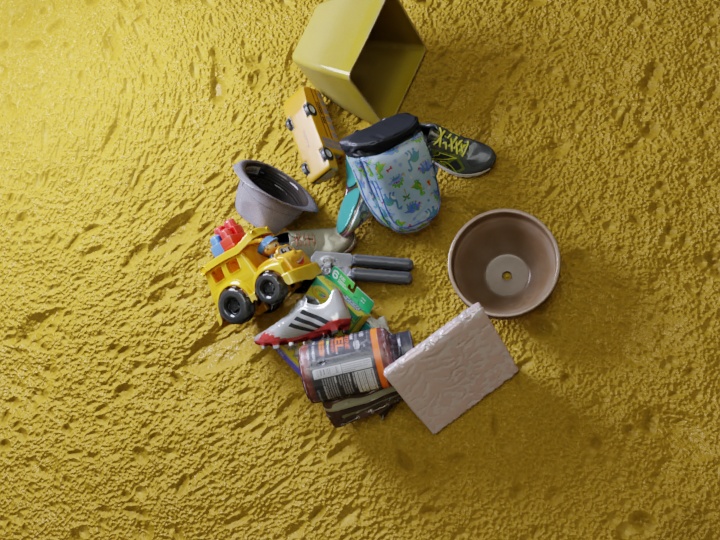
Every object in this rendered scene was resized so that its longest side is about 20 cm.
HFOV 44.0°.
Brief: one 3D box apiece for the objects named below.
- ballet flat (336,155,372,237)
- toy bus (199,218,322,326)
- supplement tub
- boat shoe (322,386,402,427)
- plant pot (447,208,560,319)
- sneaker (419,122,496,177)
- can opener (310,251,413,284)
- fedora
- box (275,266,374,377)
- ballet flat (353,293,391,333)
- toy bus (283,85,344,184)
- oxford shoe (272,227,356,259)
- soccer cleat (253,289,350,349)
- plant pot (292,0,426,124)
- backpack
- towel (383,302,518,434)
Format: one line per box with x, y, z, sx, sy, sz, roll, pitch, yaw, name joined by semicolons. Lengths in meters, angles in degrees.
0.001;-0.149;1.732;0.069;0.071;0.201;-26;51;47;ballet flat
-0.198;-0.015;1.659;0.199;0.136;0.193;-28;85;28;toy bus
-0.002;0.161;1.555;0.199;0.107;0.108;-13;70;3;supplement tub
0.034;0.231;1.613;0.201;0.075;0.075;-16;108;-2;boat shoe
0.261;-0.001;1.611;0.200;0.093;0.202;-4;71;12;plant pot
0.162;-0.236;1.715;0.199;0.085;0.075;14;77;17;sneaker
0.000;0.000;1.702;0.199;0.067;0.054;5;73;1;can opener
-0.180;-0.133;1.734;0.091;0.176;0.200;-60;41;19;fedora
-0.067;0.101;1.639;0.117;0.048;0.200;42;110;22;box
0.009;0.092;1.660;0.200;0.072;0.072;41;85;20;ballet flat
-0.091;-0.269;1.785;0.065;0.078;0.201;-34;65;31;toy bus
-0.107;-0.046;1.724;0.199;0.074;0.071;-15;68;8;oxford shoe
-0.107;0.090;1.601;0.199;0.069;0.086;-17;76;28;soccer cleat
-0.013;-0.428;1.773;0.176;0.200;0.201;18;77;31;plant pot
0.069;-0.168;1.661;0.162;0.201;0.154;-24;34;-21;backpack
0.160;0.170;1.537;0.200;0.191;0.032;-37;39;0;towel
